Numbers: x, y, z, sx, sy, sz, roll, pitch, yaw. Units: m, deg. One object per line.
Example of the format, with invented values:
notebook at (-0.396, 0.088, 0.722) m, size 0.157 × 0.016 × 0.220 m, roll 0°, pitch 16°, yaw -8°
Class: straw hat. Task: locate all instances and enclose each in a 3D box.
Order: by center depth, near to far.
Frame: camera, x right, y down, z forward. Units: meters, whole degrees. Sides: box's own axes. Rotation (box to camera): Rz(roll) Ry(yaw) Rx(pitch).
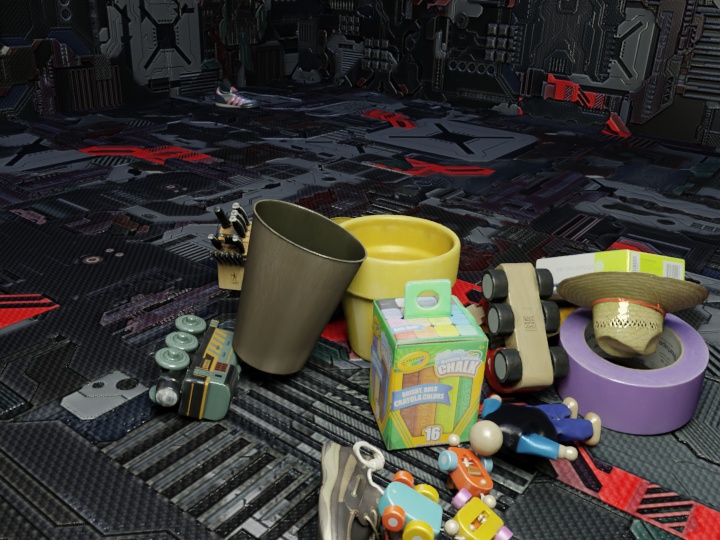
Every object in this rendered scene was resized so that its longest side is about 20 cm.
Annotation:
straw hat at (0.356, 0.071, 0.889) m, size 0.198 × 0.086 × 0.201 m, roll 7°, pitch -17°, yaw 2°

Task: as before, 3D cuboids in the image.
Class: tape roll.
tape roll at (0.383, 0.133, 0.954) m, size 0.197 × 0.086 × 0.201 m, roll -3°, pitch 31°, yaw 2°

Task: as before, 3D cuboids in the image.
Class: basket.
basket at (-0.099, 0.032, 0.931) m, size 0.179 × 0.202 × 0.135 m, roll 32°, pitch 25°, yaw 27°

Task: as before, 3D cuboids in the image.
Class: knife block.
knife block at (-0.224, -0.061, 1.245) m, size 0.063 × 0.178 × 0.200 m, roll 6°, pitch 24°, yaw 6°

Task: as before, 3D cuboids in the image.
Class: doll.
doll at (0.214, 0.195, 0.821) m, size 0.198 × 0.049 × 0.136 m, roll 3°, pitch 19°, yaw -34°

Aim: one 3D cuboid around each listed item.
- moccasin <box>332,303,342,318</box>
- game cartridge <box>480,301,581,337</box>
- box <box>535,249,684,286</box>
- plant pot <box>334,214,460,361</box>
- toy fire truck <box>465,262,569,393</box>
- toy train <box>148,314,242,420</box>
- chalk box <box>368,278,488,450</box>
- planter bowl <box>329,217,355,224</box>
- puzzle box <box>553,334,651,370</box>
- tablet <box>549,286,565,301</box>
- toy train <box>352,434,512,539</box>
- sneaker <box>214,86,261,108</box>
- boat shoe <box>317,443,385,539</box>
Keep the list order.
moccasin at (-0.118, 0.062, 1.117) m, size 0.199 × 0.081 × 0.068 m, roll -3°, pitch 36°, yaw -44°
game cartridge at (0.305, 0.068, 1.115) m, size 0.198 × 0.033 × 0.175 m, roll -17°, pitch 8°, yaw -35°
box at (0.359, 0.006, 0.994) m, size 0.121 × 0.048 × 0.199 m, roll 7°, pitch -6°, yaw -28°
plant pot at (0.049, 0.034, 1.045) m, size 0.198 × 0.191 × 0.201 m, roll 2°, pitch 25°, yaw -1°
toy fire truck at (0.199, 0.100, 1.002) m, size 0.127 × 0.178 × 0.200 m, roll -2°, pitch -18°, yaw -12°
toy train at (-0.224, 0.133, 0.942) m, size 0.113 × 0.086 × 0.200 m, roll 15°, pitch 21°, yaw -6°
chalk box at (0.084, 0.110, 0.865) m, size 0.123 × 0.202 × 0.124 m, roll -3°, pitch 24°, yaw -11°
planter bowl at (0.000, 0.000, 1.192) m, size 0.198 × 0.201 × 0.084 m, roll 15°, pitch 63°, yaw 25°
puzzle box at (0.439, 0.110, 1.112) m, size 0.199 × 0.026 × 0.132 m, roll 22°, pitch 33°, yaw 37°
tablet at (0.332, 0.036, 1.013) m, size 0.129 × 0.014 × 0.199 m, roll 9°, pitch -9°, yaw -41°
toy train at (0.078, 0.245, 0.715) m, size 0.198 × 0.056 × 0.151 m, roll 13°, pitch 26°, yaw -35°
sneaker at (-0.517, -0.732, 2.815) m, size 0.197 × 0.083 × 0.070 m, roll 1°, pitch 24°, yaw -3°
boat shoe at (-0.008, 0.252, 0.699) m, size 0.072 × 0.075 × 0.200 m, roll 1°, pitch 25°, yaw -2°
